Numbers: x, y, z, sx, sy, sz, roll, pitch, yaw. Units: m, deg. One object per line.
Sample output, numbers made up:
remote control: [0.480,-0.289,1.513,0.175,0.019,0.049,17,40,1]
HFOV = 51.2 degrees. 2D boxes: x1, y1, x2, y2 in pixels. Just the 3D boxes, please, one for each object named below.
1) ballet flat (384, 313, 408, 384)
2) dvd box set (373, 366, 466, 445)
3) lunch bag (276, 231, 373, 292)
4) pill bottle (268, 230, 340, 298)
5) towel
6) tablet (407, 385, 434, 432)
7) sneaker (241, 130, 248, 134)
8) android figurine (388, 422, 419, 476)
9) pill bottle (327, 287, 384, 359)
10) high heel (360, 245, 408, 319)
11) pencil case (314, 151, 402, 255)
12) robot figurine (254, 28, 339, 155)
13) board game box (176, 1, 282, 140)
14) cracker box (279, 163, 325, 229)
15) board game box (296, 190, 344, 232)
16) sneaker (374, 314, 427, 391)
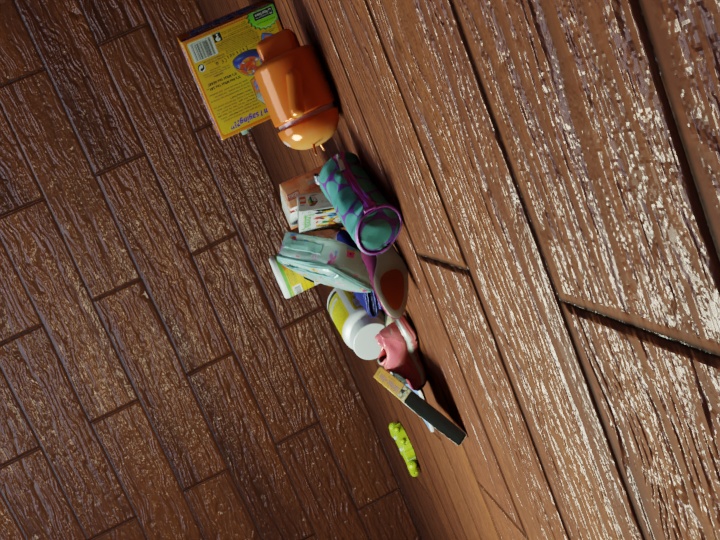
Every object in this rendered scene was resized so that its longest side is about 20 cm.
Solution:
ballet flat: [0.084,0.163,1.626,0.067,0.055,0.204,-78,-20,-52]
dvd box set: [0.111,0.258,1.445,0.145,0.030,0.200,39,175,-16]
lunch bag: [-0.071,-0.017,1.523,0.197,0.079,0.159,10,169,45]
pill bottle: [-0.122,-0.021,1.891,0.113,0.196,0.111,65,172,0]
towel: [0.000,0.000,1.693,0.200,0.048,0.151,-127,22,-64]
tablet: [0.122,0.280,1.788,0.200,0.013,0.133,-127,16,-59]
sneaker: [-0.505,-0.644,3.214,0.201,0.072,0.121,-101,-5,-78]
android figurine: [0.145,0.586,2.487,0.202,0.040,0.184,73,171,-53]
pill bottle: [-0.003,0.119,1.799,0.201,0.112,0.116,-125,12,-58]
high heel: [0.034,-0.013,1.295,0.096,0.066,0.206,142,119,-73]
pencil case: [-0.004,-0.112,1.199,0.201,0.083,0.094,-123,11,-50]
robot figurine: [-0.105,-0.290,1.246,0.143,0.115,0.204,-6,110,57]
board game box: [-0.249,-0.420,1.560,0.200,0.196,0.204,-131,18,-65]
cracker box: [-0.093,-0.152,1.526,0.200,0.131,0.059,113,132,-81]
board game box: [-0.058,-0.113,1.416,0.200,0.122,0.036,117,145,-81]
sneaker: [0.075,0.174,1.508,0.074,0.085,0.203,-122,11,-48]
